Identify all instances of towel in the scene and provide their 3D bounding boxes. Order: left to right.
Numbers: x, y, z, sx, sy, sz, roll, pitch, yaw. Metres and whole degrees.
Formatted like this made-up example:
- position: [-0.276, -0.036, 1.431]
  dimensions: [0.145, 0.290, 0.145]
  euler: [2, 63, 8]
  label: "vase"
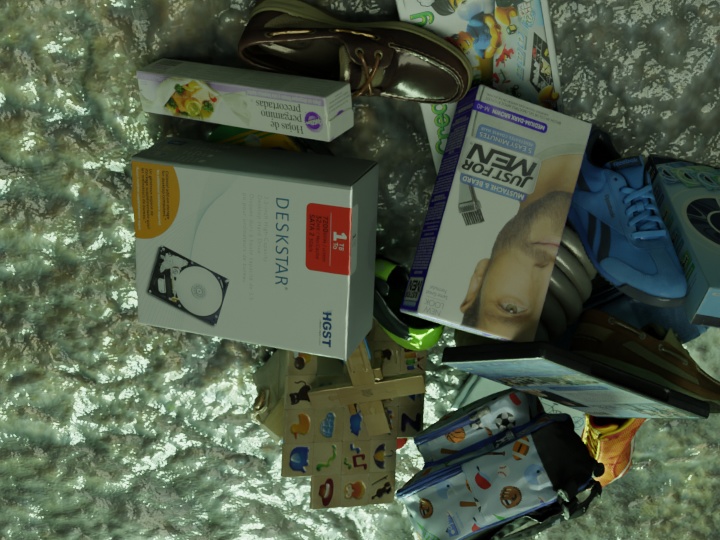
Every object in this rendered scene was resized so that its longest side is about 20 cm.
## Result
- position: [0.264, 0.058, 1.127]
  dimensions: [0.199, 0.049, 0.112]
  euler: [-27, 132, 10]
  label: "towel"

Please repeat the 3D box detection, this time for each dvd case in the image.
- position: [0.191, 0.100, 0.978]
  dimensions: [0.199, 0.018, 0.142]
  euler: [21, 164, -28]
  label: "dvd case"

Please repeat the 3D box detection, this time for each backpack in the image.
- position: [0.130, 0.207, 1.100]
  dimensions: [0.190, 0.155, 0.200]
  euler: [-34, 162, 13]
  label: "backpack"

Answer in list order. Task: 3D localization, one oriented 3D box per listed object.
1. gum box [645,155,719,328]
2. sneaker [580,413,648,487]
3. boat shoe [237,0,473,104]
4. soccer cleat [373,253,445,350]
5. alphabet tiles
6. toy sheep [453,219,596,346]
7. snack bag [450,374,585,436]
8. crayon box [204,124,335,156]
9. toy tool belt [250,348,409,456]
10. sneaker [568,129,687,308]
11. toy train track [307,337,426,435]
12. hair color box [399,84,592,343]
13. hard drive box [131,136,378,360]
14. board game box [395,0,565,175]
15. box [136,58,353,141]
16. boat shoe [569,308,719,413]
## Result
- position: [0.358, -0.019, 0.997]
  dimensions: [0.169, 0.201, 0.045]
  euler: [9, 127, -9]
  label: "gum box"
- position: [0.263, 0.165, 1.170]
  dimensions: [0.077, 0.073, 0.201]
  euler: [-9, 137, -25]
  label: "sneaker"
- position: [-0.006, -0.171, 0.920]
  dimensions: [0.199, 0.072, 0.072]
  euler: [18, 134, 1]
  label: "boat shoe"
- position: [0.000, 0.000, 1.044]
  dimensions: [0.200, 0.068, 0.081]
  euler: [36, 155, 2]
  label: "soccer cleat"
- position: [-0.004, 0.139, 1.110]
  dimensions: [0.166, 0.008, 0.201]
  euler: [3, 89, -32]
  label: "alphabet tiles"
- position: [0.157, 0.003, 1.042]
  dimensions: [0.138, 0.138, 0.200]
  euler: [44, 78, -29]
  label: "toy sheep"
- position: [0.224, 0.114, 1.205]
  dimensions: [0.188, 0.021, 0.201]
  euler: [19, 124, -15]
  label: "snack bag"
- position: [-0.112, -0.054, 1.013]
  dimensions: [0.126, 0.052, 0.200]
  euler: [45, 117, 0]
  label: "crayon box"
- position: [-0.023, 0.169, 1.170]
  dimensions: [0.199, 0.123, 0.125]
  euler: [31, 120, -23]
  label: "toy tool belt"
- position: [0.234, -0.051, 0.969]
  dimensions: [0.066, 0.201, 0.079]
  euler: [2, 129, -20]
  label: "sneaker"
- position: [-0.003, 0.076, 1.048]
  dimensions: [0.114, 0.033, 0.201]
  euler: [-9, 126, 9]
  label: "toy train track"
- position: [0.116, -0.045, 0.941]
  dimensions: [0.109, 0.065, 0.201]
  euler: [16, 88, -12]
  label: "hair color box"
- position: [-0.090, -0.023, 0.945]
  dimensions: [0.199, 0.077, 0.157]
  euler: [8, 112, 16]
  label: "hard drive box"
- position: [0.109, -0.181, 0.967]
  dimensions: [0.125, 0.035, 0.201]
  euler: [-12, 127, 8]
  label: "board game box"
- position: [-0.100, -0.145, 0.919]
  dimensions: [0.199, 0.041, 0.039]
  euler: [12, 124, 28]
  label: "box"
- position: [0.282, 0.087, 1.045]
  dimensions: [0.199, 0.074, 0.076]
  euler: [20, 166, -30]
  label: "boat shoe"
